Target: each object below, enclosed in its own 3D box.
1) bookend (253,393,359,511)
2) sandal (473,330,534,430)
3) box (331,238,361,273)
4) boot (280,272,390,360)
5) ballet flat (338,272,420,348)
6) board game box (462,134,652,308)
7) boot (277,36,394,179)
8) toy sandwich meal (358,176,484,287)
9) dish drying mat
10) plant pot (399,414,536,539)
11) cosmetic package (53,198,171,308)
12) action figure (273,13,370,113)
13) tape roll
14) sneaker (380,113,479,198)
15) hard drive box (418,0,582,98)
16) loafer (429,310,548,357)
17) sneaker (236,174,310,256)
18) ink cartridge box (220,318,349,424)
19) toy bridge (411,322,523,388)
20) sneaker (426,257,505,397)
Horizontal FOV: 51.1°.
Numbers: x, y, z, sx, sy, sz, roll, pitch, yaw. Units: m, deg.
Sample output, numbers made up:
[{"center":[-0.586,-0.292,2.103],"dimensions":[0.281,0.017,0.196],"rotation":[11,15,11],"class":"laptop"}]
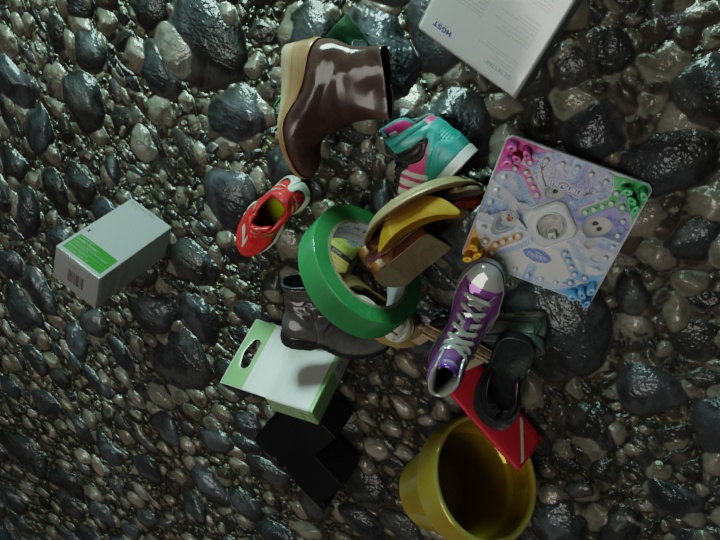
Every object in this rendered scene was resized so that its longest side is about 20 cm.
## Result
[{"center":[-0.069,0.324,1.435],"dimensions":[0.199,0.092,0.200],"rotation":[44,130,-1],"class":"bookend"},{"center":[0.208,0.176,1.119],"dimensions":[0.074,0.048,0.203],"rotation":[11,130,9],"class":"sandal"},{"center":[-0.064,0.021,1.278],"dimensions":[0.075,0.050,0.202],"rotation":[33,129,10],"class":"box"},{"center":[-0.036,0.072,1.232],"dimensions":[0.195,0.070,0.134],"rotation":[3,126,-9],"class":"boot"},{"center":[0.030,0.074,1.189],"dimensions":[0.198,0.069,0.063],"rotation":[32,180,-26],"class":"ballet flat"},{"center":[0.256,-0.059,1.012],"dimensions":[0.196,0.026,0.203],"rotation":[21,127,5],"class":"board game box"},{"center":[-0.033,-0.213,1.035],"dimensions":[0.163,0.072,0.204],"rotation":[13,121,28],"class":"boot"},{"center":[0.089,-0.052,1.044],"dimensions":[0.205,0.202,0.071],"rotation":[-41,65,41],"class":"toy sandwich meal"},{"center":[0.209,0.220,1.208],"dimensions":[0.201,0.077,0.018],"rotation":[49,160,-3],"class":"dish drying mat"},{"center":[0.160,0.358,1.255],"dimensions":[0.201,0.201,0.189],"rotation":[48,146,-2],"class":"plant pot"},{"center":[-0.456,-0.035,1.394],"dimensions":[0.107,0.200,0.086],"rotation":[33,132,7],"class":"cosmetic package"},{"center":[-0.059,-0.273,1.100],"dimensions":[0.198,0.055,0.119],"rotation":[-19,109,43],"class":"action figure"},{"center":[0.000,0.000,1.125],"dimensions":[0.201,0.200,0.048],"rotation":[48,131,-2],"class":"tape roll"},{"center":[0.067,-0.151,1.070],"dimensions":[0.121,0.083,0.200],"rotation":[49,135,2],"class":"sneaker"},{"center":[0.182,-0.338,0.888],"dimensions":[0.155,0.077,0.201],"rotation":[38,130,8],"class":"hard drive box"},{"center":[0.196,0.090,1.159],"dimensions":[0.197,0.064,0.072],"rotation":[4,151,35],"class":"loafer"},{"center":[-0.165,-0.085,1.255],"dimensions":[0.077,0.085,0.200],"rotation":[46,131,0],"class":"sneaker"},{"center":[-0.133,0.177,1.350],"dimensions":[0.196,0.147,0.048],"rotation":[11,146,27],"class":"ink cartridge box"},{"center":[0.170,0.134,1.156],"dimensions":[0.198,0.028,0.067],"rotation":[31,150,-13],"class":"toy bridge"},{"center":[0.147,0.088,1.049],"dimensions":[0.071,0.115,0.204],"rotation":[21,114,5],"class":"sneaker"}]
